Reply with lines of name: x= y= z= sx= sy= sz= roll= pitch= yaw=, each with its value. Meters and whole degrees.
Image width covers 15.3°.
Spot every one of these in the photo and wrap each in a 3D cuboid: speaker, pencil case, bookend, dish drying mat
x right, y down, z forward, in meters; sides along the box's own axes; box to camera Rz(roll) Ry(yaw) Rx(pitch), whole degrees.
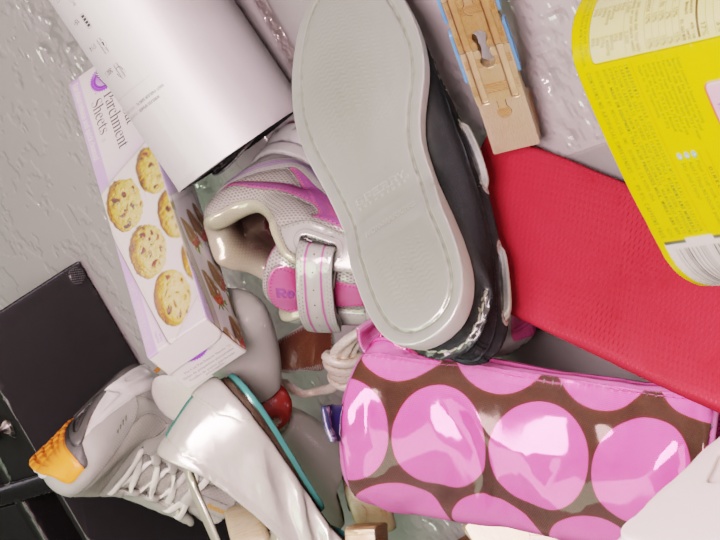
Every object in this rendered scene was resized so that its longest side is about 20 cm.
speaker: x=-0.114 y=-0.141 z=1.362 sx=0.201 sy=0.081 sz=0.081 roll=55 pitch=147 yaw=-1
pencil case: x=0.087 y=0.078 z=1.258 sx=0.198 sy=0.091 sz=0.095 roll=7 pitch=104 yaw=22
bookend: x=-0.203 y=0.119 z=1.688 sx=0.198 sy=0.092 sz=0.201 roll=-18 pitch=104 yaw=56
dish drying mat: x=0.121 y=0.003 z=1.215 sx=0.199 sy=0.077 sz=0.018 roll=26 pitch=178 yaw=37

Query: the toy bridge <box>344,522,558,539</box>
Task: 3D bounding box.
toy bridge: x=0.093 y=0.153 z=1.295 sx=0.198 sy=0.027 sz=0.068 roll=-2 pitch=89 yaw=12

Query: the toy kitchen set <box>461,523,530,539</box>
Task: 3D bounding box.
toy kitchen set: x=0.080 y=0.237 z=1.393 sx=0.181 sy=0.200 sz=0.163 roll=49 pitch=-172 yaw=9

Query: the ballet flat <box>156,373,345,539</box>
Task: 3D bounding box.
ballet flat: x=-0.033 y=0.144 z=1.374 sx=0.200 sy=0.069 sz=0.069 roll=53 pitch=148 yaw=-13

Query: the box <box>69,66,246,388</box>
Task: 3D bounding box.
box: x=-0.107 y=-0.030 z=1.390 sx=0.039 sy=0.041 sz=0.201 roll=42 pitch=-158 yaw=-47

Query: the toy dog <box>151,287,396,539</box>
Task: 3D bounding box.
toy dog: x=-0.045 y=0.076 z=1.457 sx=0.097 sy=0.131 sz=0.201 roll=-115 pitch=25 yaw=-50

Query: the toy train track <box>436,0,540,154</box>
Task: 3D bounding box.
toy train track: x=0.043 y=-0.142 z=1.197 sx=0.114 sy=0.033 sz=0.201 roll=-13 pitch=125 yaw=12

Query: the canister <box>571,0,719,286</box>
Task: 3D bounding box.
canister: x=0.186 y=-0.070 z=1.046 sx=0.199 sy=0.086 sz=0.149 roll=-8 pitch=112 yaw=55

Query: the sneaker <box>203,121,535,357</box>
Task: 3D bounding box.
sneaker: x=0.000 y=0.000 z=1.335 sx=0.199 sy=0.088 sz=0.082 roll=23 pitch=136 yaw=38

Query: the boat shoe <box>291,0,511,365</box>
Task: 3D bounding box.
boat shoe: x=0.020 y=-0.047 z=1.251 sx=0.075 sy=0.060 sz=0.201 roll=-22 pitch=62 yaw=25

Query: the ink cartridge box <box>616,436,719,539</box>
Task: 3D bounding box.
ink cartridge box: x=0.209 y=0.166 z=1.168 sx=0.084 sy=0.145 sz=0.201 roll=1 pitch=120 yaw=49

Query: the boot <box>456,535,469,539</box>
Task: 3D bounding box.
boot: x=0.063 y=0.244 z=1.476 sx=0.146 sy=0.070 sz=0.200 roll=36 pitch=110 yaw=-22

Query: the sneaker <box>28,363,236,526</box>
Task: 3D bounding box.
sneaker: x=-0.110 y=0.104 z=1.498 sx=0.076 sy=0.200 sz=0.092 roll=-43 pitch=83 yaw=18
